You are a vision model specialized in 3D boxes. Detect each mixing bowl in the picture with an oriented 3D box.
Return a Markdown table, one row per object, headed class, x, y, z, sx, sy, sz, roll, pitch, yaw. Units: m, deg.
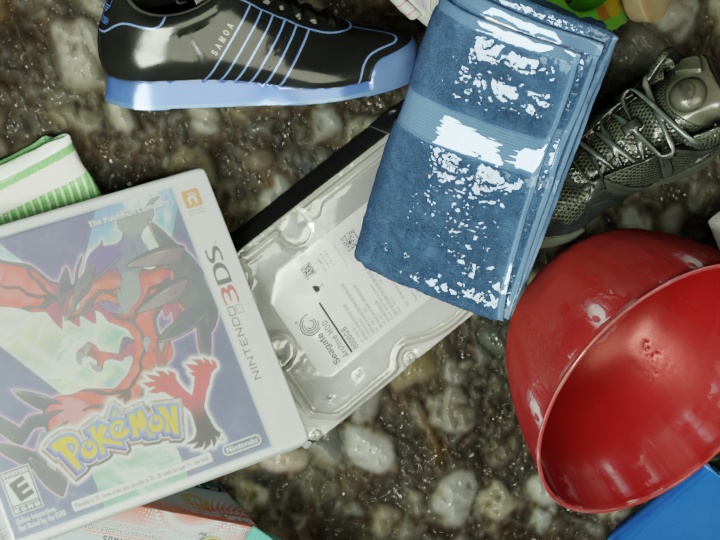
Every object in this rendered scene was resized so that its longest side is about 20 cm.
| class | x | y | z | sx | sy | sz | roll | pitch | yaw |
| --- | --- | --- | --- | --- | --- | --- | --- | --- | --- |
| mixing bowl | 0.169 | 0.047 | 1.430 | 0.199 | 0.108 | 0.201 | -22 | 137 | -22 |

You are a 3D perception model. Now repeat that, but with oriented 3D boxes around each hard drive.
| class | x | y | z | sx | sy | sz | roll | pitch | yaw |
| --- | --- | --- | --- | --- | --- | --- | --- | --- | --- |
| hard drive | 0.000 | 0.000 | 1.406 | 0.200 | 0.038 | 0.140 | -38 | 113 | -10 |

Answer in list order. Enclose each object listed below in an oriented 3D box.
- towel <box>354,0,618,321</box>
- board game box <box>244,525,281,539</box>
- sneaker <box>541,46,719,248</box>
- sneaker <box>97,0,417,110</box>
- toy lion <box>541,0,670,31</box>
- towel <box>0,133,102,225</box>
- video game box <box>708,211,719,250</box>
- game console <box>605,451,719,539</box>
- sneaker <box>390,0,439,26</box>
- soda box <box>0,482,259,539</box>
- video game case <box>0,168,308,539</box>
| class | x | y | z | sx | sy | sz | roll | pitch | yaw |
| --- | --- | --- | --- | --- | --- | --- | --- | --- | --- |
| towel | 0.072 | -0.073 | 1.329 | 0.111 | 0.049 | 0.201 | 21 | 113 | 4 |
| board game box | -0.039 | 0.266 | 1.406 | 0.200 | 0.045 | 0.153 | 36 | 86 | -48 |
| sneaker | 0.165 | -0.084 | 1.398 | 0.199 | 0.114 | 0.076 | -22 | 71 | -26 |
| sneaker | -0.059 | -0.144 | 1.324 | 0.199 | 0.070 | 0.078 | -5 | 109 | -14 |
| toy lion | 0.115 | -0.237 | 1.338 | 0.191 | 0.068 | 0.201 | -25 | 114 | -49 |
| towel | -0.202 | 0.033 | 1.336 | 0.152 | 0.023 | 0.201 | -28 | 111 | -15 |
| video game box | 0.346 | -0.006 | 1.519 | 0.200 | 0.047 | 0.183 | -35 | 114 | -28 |
| game console | 0.295 | 0.167 | 1.576 | 0.200 | 0.118 | 0.171 | 37 | 55 | -25 |
| sneaker | 0.028 | -0.202 | 1.355 | 0.088 | 0.081 | 0.201 | -20 | 112 | -2 |
| soda box | -0.166 | 0.156 | 1.336 | 0.199 | 0.068 | 0.064 | 16 | 102 | -33 |
| video game case | -0.148 | 0.048 | 1.293 | 0.199 | 0.023 | 0.183 | -18 | 82 | -28 |
